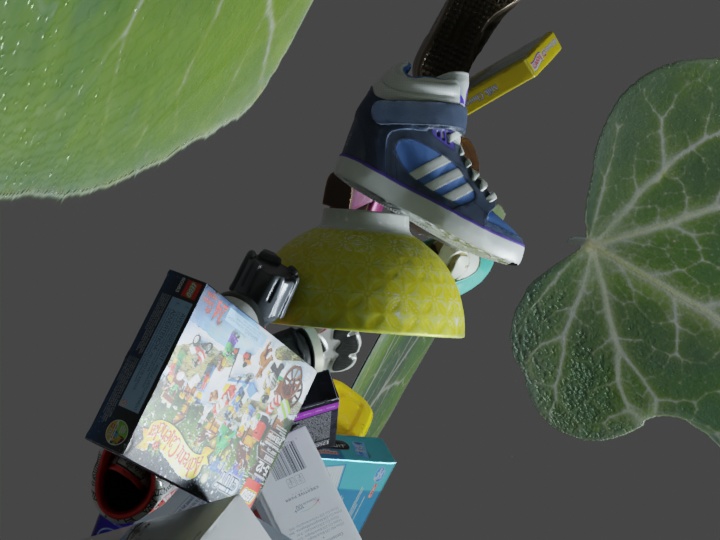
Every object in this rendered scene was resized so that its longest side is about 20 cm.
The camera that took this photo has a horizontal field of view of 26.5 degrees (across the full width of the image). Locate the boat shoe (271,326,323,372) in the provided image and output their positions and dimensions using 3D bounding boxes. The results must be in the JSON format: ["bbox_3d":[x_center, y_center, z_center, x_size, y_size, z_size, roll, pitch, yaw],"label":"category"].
[{"bbox_3d":[-0.096,0.114,1.547,0.063,0.074,0.201,-12,160,-24],"label":"boat shoe"}]

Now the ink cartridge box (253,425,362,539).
[{"bbox_3d":[-0.089,0.273,1.484,0.084,0.176,0.200,-19,167,-36],"label":"ink cartridge box"}]

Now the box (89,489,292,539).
[{"bbox_3d":[-0.151,0.304,1.362,0.105,0.200,0.184,-44,162,-57],"label":"box"}]

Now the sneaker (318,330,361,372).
[{"bbox_3d":[-0.027,0.013,1.644,0.084,0.080,0.200,-100,-156,-54],"label":"sneaker"}]

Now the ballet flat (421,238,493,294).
[{"bbox_3d":[0.070,-0.001,1.576,0.200,0.067,0.070,-21,164,-29],"label":"ballet flat"}]

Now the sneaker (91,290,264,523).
[{"bbox_3d":[-0.145,0.113,1.219,0.202,0.067,0.108,-59,174,8],"label":"sneaker"}]

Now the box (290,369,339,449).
[{"bbox_3d":[-0.095,0.156,1.496,0.143,0.036,0.200,-16,161,-8],"label":"box"}]

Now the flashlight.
[{"bbox_3d":[-0.114,0.084,1.312,0.068,0.068,0.200,-5,125,-63],"label":"flashlight"}]

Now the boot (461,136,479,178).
[{"bbox_3d":[0.101,-0.096,1.693,0.146,0.070,0.200,67,11,-58],"label":"boot"}]

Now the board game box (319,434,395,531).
[{"bbox_3d":[-0.080,0.252,1.711,0.151,0.200,0.047,-64,-144,25],"label":"board game box"}]

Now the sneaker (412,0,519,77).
[{"bbox_3d":[0.111,-0.264,1.544,0.200,0.070,0.076,-55,-172,-3],"label":"sneaker"}]

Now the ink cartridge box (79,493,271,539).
[{"bbox_3d":[-0.157,0.289,1.178,0.200,0.147,0.146,-22,-162,39],"label":"ink cartridge box"}]

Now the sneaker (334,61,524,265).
[{"bbox_3d":[0.088,-0.109,1.413,0.147,0.200,0.081,-62,-177,-5],"label":"sneaker"}]

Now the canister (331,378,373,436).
[{"bbox_3d":[-0.077,0.238,1.828,0.200,0.086,0.149,-53,-179,19],"label":"canister"}]

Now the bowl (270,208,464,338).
[{"bbox_3d":[0.000,0.000,1.395,0.200,0.200,0.108,4,90,-81],"label":"bowl"}]

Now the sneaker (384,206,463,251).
[{"bbox_3d":[0.058,-0.068,1.554,0.075,0.082,0.200,-34,-155,-1],"label":"sneaker"}]

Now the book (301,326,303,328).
[{"bbox_3d":[-0.057,0.102,1.781,0.200,0.048,0.134,-57,174,-21],"label":"book"}]

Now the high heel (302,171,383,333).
[{"bbox_3d":[-0.010,-0.028,1.525,0.096,0.067,0.200,-33,150,-50],"label":"high heel"}]

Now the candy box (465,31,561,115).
[{"bbox_3d":[0.105,-0.174,1.549,0.200,0.026,0.102,-28,-167,32],"label":"candy box"}]

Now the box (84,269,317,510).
[{"bbox_3d":[-0.115,0.100,1.168,0.137,0.038,0.200,-65,150,-12],"label":"box"}]
